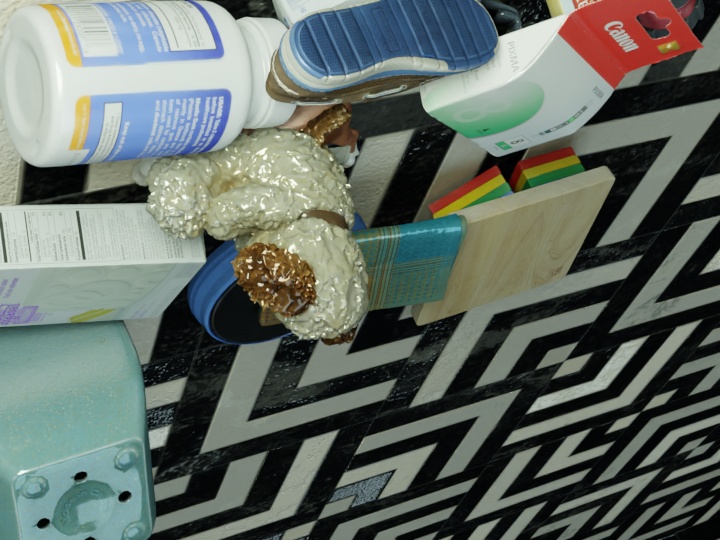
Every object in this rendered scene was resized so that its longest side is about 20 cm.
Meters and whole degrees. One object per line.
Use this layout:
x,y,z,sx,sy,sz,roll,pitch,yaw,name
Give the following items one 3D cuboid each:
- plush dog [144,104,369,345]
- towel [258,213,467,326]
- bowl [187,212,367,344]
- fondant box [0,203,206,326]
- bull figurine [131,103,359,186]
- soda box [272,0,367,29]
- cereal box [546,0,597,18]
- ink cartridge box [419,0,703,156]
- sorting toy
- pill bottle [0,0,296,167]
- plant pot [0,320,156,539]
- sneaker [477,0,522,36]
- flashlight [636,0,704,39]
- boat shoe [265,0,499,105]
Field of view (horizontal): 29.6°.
-0.047,-0.024,1.063,0.160,0.172,0.200,-30,154,17,plush dog
0.000,0.000,1.361,0.200,0.022,0.147,-8,149,-15,towel
-0.078,0.009,1.401,0.200,0.039,0.201,-22,154,-12,bowl
-0.246,-0.003,1.128,0.200,0.058,0.144,-2,160,-26,fondant box
-0.092,-0.099,1.164,0.200,0.065,0.121,-25,159,0,bull figurine
0.031,-0.232,1.040,0.200,0.064,0.068,-25,154,-4,soda box
0.223,-0.294,1.063,0.200,0.040,0.144,-26,121,-2,cereal box
0.168,-0.157,1.109,0.200,0.050,0.161,-14,165,24,ink cartridge box
0.151,-0.044,1.491,0.199,0.070,0.200,-17,153,-20,sorting toy
-0.148,-0.138,0.983,0.200,0.112,0.112,-9,148,-34,pill bottle
-0.280,0.160,1.222,0.196,0.200,0.197,-15,123,-24,plant pot
0.106,-0.187,1.149,0.081,0.074,0.200,3,174,34,sneaker
0.251,-0.271,1.185,0.068,0.068,0.200,4,160,24,flashlight
0.014,-0.164,1.008,0.200,0.072,0.072,-12,168,-36,boat shoe
